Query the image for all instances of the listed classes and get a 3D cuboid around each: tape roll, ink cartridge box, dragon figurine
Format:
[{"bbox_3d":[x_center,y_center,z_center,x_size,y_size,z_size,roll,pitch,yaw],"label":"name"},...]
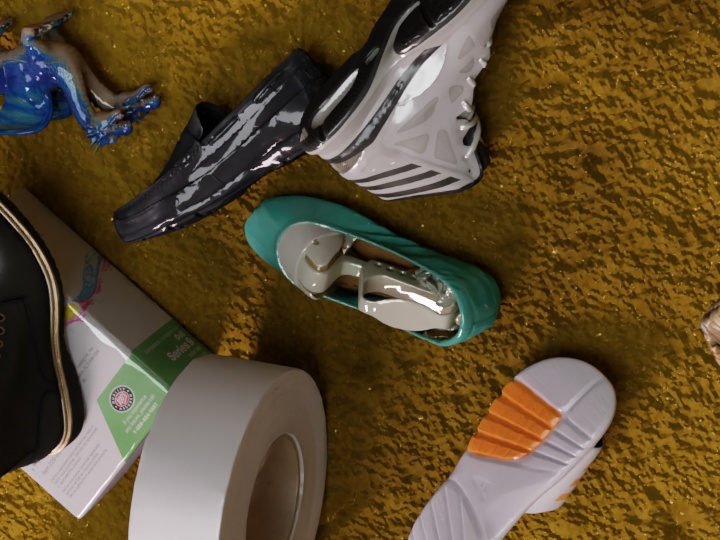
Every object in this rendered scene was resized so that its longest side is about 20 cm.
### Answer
[{"bbox_3d":[-0.091,0.163,1.609,0.071,0.202,0.203,8,113,19],"label":"tape roll"},{"bbox_3d":[-0.233,0.061,1.692,0.200,0.088,0.145,40,118,2],"label":"ink cartridge box"},{"bbox_3d":[-0.245,-0.131,1.638,0.199,0.059,0.100,-5,108,23],"label":"dragon figurine"}]

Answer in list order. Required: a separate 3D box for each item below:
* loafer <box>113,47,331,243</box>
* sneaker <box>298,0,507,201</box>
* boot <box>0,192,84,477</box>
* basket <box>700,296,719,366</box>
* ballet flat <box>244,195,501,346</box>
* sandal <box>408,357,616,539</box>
[{"bbox_3d":[-0.099,-0.086,1.593,0.200,0.068,0.071,-31,89,24],"label":"loafer"},{"bbox_3d":[0.062,-0.130,1.519,0.115,0.076,0.201,36,106,-29],"label":"sneaker"},{"bbox_3d":[-0.265,0.052,1.575,0.077,0.138,0.201,-16,100,25],"label":"boot"},{"bbox_3d":[0.343,0.043,1.462,0.200,0.149,0.143,42,153,2],"label":"basket"},{"bbox_3d":[0.000,0.000,1.581,0.199,0.070,0.068,20,117,15],"label":"ballet flat"},{"bbox_3d":[0.110,0.144,1.597,0.207,0.059,0.079,-50,58,20],"label":"sandal"}]
